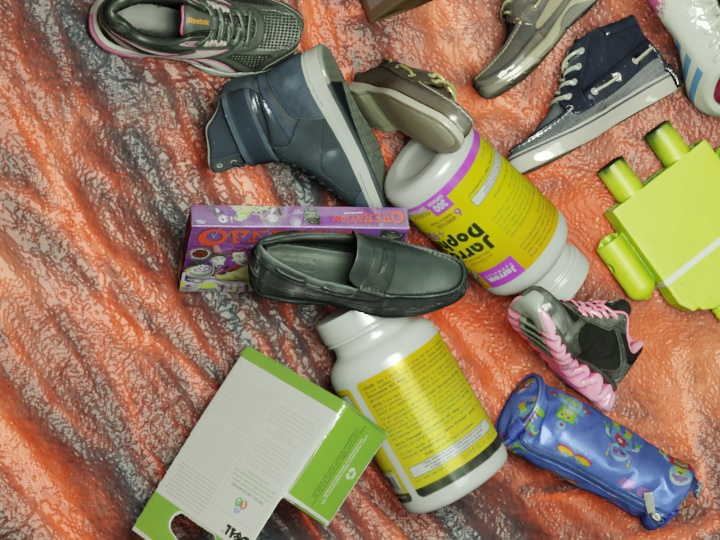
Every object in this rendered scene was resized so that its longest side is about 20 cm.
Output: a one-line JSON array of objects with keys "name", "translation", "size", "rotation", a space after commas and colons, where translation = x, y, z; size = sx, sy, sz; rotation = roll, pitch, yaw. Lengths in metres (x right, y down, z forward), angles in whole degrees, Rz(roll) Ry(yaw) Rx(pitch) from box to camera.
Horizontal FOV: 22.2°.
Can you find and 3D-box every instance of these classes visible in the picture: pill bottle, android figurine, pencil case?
[{"name": "pill bottle", "translation": [0.124, -0.046, 1.731], "size": [0.200, 0.104, 0.104], "rotation": [41, 81, -22]}, {"name": "pill bottle", "translation": [0.044, 0.117, 1.717], "size": [0.112, 0.112, 0.200], "rotation": [-31, 95, -11]}, {"name": "android figurine", "translation": [0.325, -0.043, 1.815], "size": [0.182, 0.041, 0.200], "rotation": [-39, 96, -10]}, {"name": "pencil case", "translation": [0.227, 0.179, 1.769], "size": [0.200, 0.087, 0.078], "rotation": [30, 118, -9]}]

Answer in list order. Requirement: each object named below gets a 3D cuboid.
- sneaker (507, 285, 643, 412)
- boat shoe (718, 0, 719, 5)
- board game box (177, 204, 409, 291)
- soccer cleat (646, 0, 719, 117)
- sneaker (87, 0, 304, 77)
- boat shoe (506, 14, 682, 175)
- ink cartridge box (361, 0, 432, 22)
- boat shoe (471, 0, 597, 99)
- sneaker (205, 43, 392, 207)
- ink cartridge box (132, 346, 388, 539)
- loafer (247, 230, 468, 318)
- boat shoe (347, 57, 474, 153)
[{"name": "sneaker", "translation": [0.210, 0.054, 1.730], "size": [0.095, 0.079, 0.200], "rotation": [-47, 142, -2]}, {"name": "boat shoe", "translation": [0.298, -0.338, 1.805], "size": [0.200, 0.072, 0.068], "rotation": [30, 79, -19]}, {"name": "board game box", "translation": [-0.064, -0.019, 1.696], "size": [0.200, 0.120, 0.032], "rotation": [0, 56, -11]}, {"name": "soccer cleat", "translation": [0.334, -0.231, 1.762], "size": [0.070, 0.086, 0.200], "rotation": [-37, 124, -14]}, {"name": "sneaker", "translation": [-0.149, -0.221, 1.697], "size": [0.200, 0.086, 0.080], "rotation": [-2, 91, -12]}, {"name": "boat shoe", "translation": [0.208, -0.171, 1.783], "size": [0.200, 0.075, 0.093], "rotation": [-30, 89, -19]}, {"name": "ink cartridge box", "translation": [0.032, -0.327, 1.678], "size": [0.075, 0.200, 0.165], "rotation": [-23, 93, -12]}, {"name": "boat shoe", "translation": [0.168, -0.248, 1.777], "size": [0.073, 0.074, 0.200], "rotation": [43, 72, 2]}, {"name": "sneaker", "translation": [-0.061, -0.105, 1.722], "size": [0.146, 0.077, 0.202], "rotation": [-20, 122, 13]}, {"name": "ink cartridge box", "translation": [-0.094, 0.189, 1.665], "size": [0.076, 0.148, 0.200], "rotation": [40, 81, -45]}, {"name": "loafer", "translation": [0.000, 0.000, 1.643], "size": [0.200, 0.070, 0.068], "rotation": [4, 61, -6]}, {"name": "boat shoe", "translation": [0.052, -0.156, 1.683], "size": [0.060, 0.200, 0.072], "rotation": [-43, 116, -11]}]
